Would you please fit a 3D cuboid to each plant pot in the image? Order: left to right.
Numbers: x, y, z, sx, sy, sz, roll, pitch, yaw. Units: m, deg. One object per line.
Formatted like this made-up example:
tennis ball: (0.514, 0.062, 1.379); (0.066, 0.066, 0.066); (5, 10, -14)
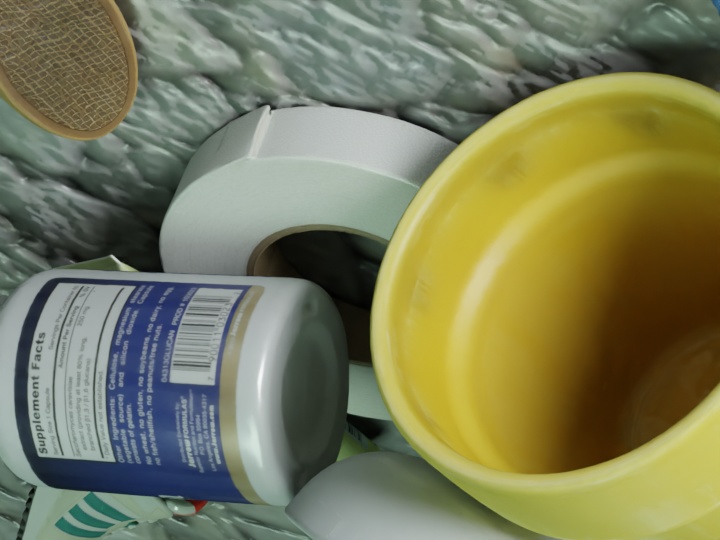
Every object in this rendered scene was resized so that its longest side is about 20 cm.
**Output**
plant pot: (0.135, 0.043, 1.128); (0.201, 0.201, 0.189); (-7, 149, 31)

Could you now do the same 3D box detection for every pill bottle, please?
pill bottle: (-0.115, 0.055, 1.246); (0.200, 0.111, 0.111); (2, 139, 23)

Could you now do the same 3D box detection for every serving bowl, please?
serving bowl: (0.064, 0.140, 1.175); (0.200, 0.066, 0.200); (32, 177, 2)

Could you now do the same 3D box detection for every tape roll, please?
tape roll: (0.000, 0.000, 1.249); (0.203, 0.037, 0.203); (12, 143, 10)

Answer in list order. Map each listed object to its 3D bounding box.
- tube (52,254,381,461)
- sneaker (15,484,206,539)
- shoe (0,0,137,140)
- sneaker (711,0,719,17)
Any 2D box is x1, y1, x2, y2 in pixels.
tube: (-0.075, 0.057, 1.344); (0.058, 0.052, 0.200); (-39, 113, 24)
sneaker: (-0.134, 0.127, 1.435); (0.093, 0.070, 0.200); (25, 140, 3)
shoe: (-0.169, -0.137, 1.148); (0.200, 0.070, 0.053); (52, 175, -40)
sneaker: (0.218, -0.129, 0.971); (0.078, 0.066, 0.200); (40, 138, -19)
